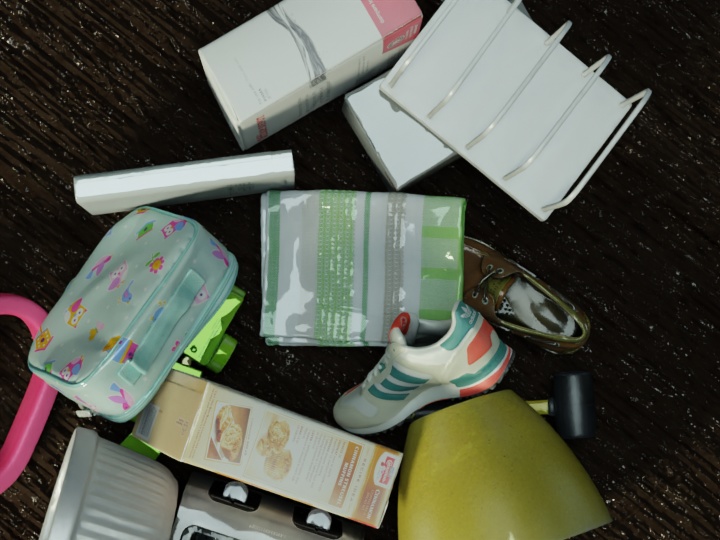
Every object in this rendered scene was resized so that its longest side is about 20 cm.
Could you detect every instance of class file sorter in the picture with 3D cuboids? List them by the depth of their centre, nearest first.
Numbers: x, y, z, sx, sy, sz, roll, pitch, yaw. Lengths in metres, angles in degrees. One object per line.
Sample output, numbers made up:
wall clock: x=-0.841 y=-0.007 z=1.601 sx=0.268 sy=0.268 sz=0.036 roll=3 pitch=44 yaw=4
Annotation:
file sorter: x=0.140 y=-0.165 z=1.425 sx=0.199 sy=0.125 sz=0.139 roll=38 pitch=85 yaw=-2

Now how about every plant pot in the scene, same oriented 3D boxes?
plant pot: x=0.114 y=0.192 z=1.448 sx=0.198 sy=0.200 sz=0.144 roll=-17 pitch=79 yaw=-4

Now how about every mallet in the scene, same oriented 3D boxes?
mallet: x=0.130 y=0.124 z=1.530 sx=0.197 sy=0.041 sz=0.067 roll=4 pitch=87 yaw=2

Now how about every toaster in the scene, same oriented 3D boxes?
toaster: x=-0.106 y=0.302 z=1.462 sx=0.179 sy=0.119 sz=0.202 roll=18 pitch=85 yaw=0

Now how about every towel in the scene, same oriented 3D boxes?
towel: x=0.000 y=0.000 z=1.500 sx=0.197 sy=0.031 sz=0.151 roll=2 pitch=97 yaw=12

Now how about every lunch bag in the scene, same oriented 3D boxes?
lunch bag: x=-0.208 y=0.043 z=1.449 sx=0.077 sy=0.160 sz=0.201 roll=44 pitch=73 yaw=-34

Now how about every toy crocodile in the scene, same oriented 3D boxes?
toy crocodile: x=-0.171 y=0.099 z=1.508 sx=0.067 sy=0.062 sz=0.202 roll=26 pitch=81 yaw=-10

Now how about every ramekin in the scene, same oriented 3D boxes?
ramekin: x=-0.235 y=0.251 z=1.426 sx=0.104 sy=0.200 sz=0.203 roll=17 pitch=85 yaw=-10

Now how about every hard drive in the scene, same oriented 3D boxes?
hard drive: x=-0.161 y=-0.082 z=1.483 sx=0.197 sy=0.132 sz=0.027 roll=-7 pitch=87 yaw=-3

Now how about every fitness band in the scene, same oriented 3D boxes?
fitness band: x=-0.351 y=0.118 z=1.465 sx=0.143 sy=0.037 sz=0.202 roll=30 pitch=79 yaw=-42

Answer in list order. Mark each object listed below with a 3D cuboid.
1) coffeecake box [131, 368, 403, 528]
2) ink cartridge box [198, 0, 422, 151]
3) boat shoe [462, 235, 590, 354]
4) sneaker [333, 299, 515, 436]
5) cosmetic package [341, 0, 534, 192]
coffeecake box: x=-0.086 y=0.157 z=1.425 sx=0.198 sy=0.153 sz=0.074 roll=22 pitch=83 yaw=-23
ink cartridge box: x=-0.047 y=-0.206 z=1.490 sx=0.199 sy=0.147 sz=0.083 roll=-30 pitch=86 yaw=-4
boat shoe: x=0.132 y=0.015 z=1.520 sx=0.198 sy=0.068 sz=0.073 roll=24 pitch=86 yaw=0
sneaker: x=0.042 y=0.083 z=1.466 sx=0.198 sy=0.071 sz=0.094 roll=-23 pitch=115 yaw=34
cosmetic package: x=0.090 y=-0.165 z=1.525 sx=0.198 sy=0.090 sz=0.108 roll=-29 pitch=88 yaw=-2
